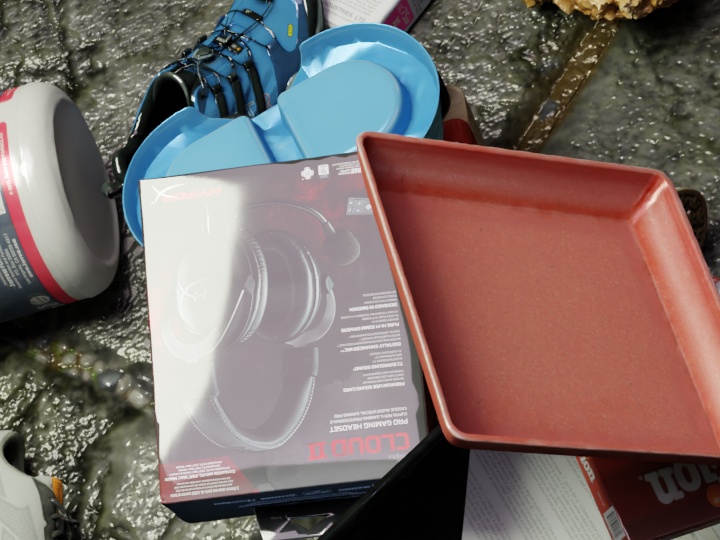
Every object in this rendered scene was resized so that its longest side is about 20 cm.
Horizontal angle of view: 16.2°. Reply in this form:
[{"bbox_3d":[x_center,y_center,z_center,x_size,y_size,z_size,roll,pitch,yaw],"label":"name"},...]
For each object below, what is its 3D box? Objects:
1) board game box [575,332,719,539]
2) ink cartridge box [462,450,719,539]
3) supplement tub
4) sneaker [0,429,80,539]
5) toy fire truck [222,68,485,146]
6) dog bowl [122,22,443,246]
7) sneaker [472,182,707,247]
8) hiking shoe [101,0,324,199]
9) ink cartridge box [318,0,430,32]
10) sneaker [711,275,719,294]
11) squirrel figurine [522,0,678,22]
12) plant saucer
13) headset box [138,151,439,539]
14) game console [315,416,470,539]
[{"bbox_3d":[0.205,0.078,1.366,0.199,0.019,0.103,-15,72,-25],"label":"board game box"},{"bbox_3d":[0.108,0.130,1.421,0.199,0.057,0.163,-11,50,-24],"label":"ink cartridge box"},{"bbox_3d":[-0.265,-0.029,1.606,0.199,0.140,0.141,-15,55,10],"label":"supplement tub"},{"bbox_3d":[-0.197,0.168,1.499,0.079,0.074,0.200,-32,53,-8],"label":"sneaker"},{"bbox_3d":[0.000,0.000,1.519,0.175,0.129,0.201,-17,45,10],"label":"toy fire truck"},{"bbox_3d":[-0.040,-0.063,1.478,0.199,0.050,0.112,-29,55,1],"label":"dog bowl"},{"bbox_3d":[0.105,-0.027,1.462,0.090,0.200,0.067,15,103,45],"label":"sneaker"},{"bbox_3d":[-0.088,-0.116,1.614,0.074,0.087,0.201,21,79,28],"label":"hiking shoe"},{"bbox_3d":[0.021,-0.239,1.697,0.119,0.042,0.200,28,75,31],"label":"ink cartridge box"},{"bbox_3d":[0.144,0.042,1.416,0.201,0.067,0.108,23,53,-4],"label":"sneaker"},{"bbox_3d":[0.183,-0.240,1.603,0.186,0.142,0.201,14,78,16],"label":"squirrel figurine"},{"bbox_3d":[0.100,0.022,1.311,0.199,0.037,0.201,6,48,-28],"label":"plant saucer"},{"bbox_3d":[-0.035,0.046,1.370,0.148,0.077,0.201,-6,75,8],"label":"headset box"},{"bbox_3d":[-0.035,0.175,1.259,0.175,0.117,0.200,-17,13,38],"label":"game console"}]
